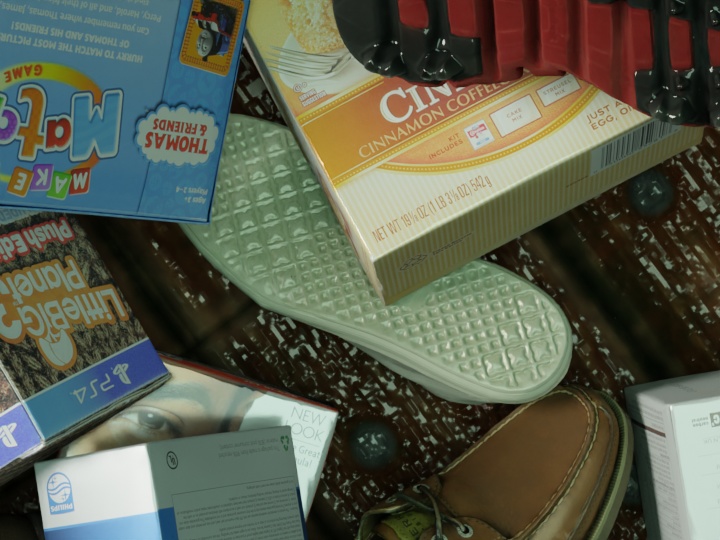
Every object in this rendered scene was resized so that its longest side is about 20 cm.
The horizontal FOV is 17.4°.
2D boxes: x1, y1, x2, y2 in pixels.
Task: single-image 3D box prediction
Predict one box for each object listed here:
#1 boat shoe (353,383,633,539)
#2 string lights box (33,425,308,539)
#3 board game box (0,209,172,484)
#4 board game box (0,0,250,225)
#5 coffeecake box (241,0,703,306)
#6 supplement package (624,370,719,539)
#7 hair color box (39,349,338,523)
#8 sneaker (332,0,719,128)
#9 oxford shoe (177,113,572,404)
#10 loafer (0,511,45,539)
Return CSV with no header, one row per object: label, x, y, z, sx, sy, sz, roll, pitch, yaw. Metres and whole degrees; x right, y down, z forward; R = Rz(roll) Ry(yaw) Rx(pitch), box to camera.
boat shoe,0.036,0.123,0.980,0.200,0.072,0.068,-52,131,-6
string lights box,-0.060,0.165,0.909,0.059,0.103,0.201,-12,84,30
board game box,-0.202,0.004,0.941,0.159,0.097,0.200,-31,89,29
board game box,-0.099,-0.121,0.889,0.037,0.151,0.201,15,97,38
coffeecake box,0.029,-0.113,0.979,0.153,0.073,0.200,-27,74,-3
supplement package,0.188,0.142,0.998,0.109,0.114,0.201,-9,92,-3
hair color box,-0.090,0.138,1.005,0.111,0.064,0.201,17,88,-3
sneaker,0.095,-0.104,0.880,0.200,0.098,0.071,10,120,23
oxford shoe,0.000,0.000,1.015,0.200,0.058,0.075,30,80,9
loafer,-0.191,0.166,0.962,0.071,0.073,0.200,19,119,-32
